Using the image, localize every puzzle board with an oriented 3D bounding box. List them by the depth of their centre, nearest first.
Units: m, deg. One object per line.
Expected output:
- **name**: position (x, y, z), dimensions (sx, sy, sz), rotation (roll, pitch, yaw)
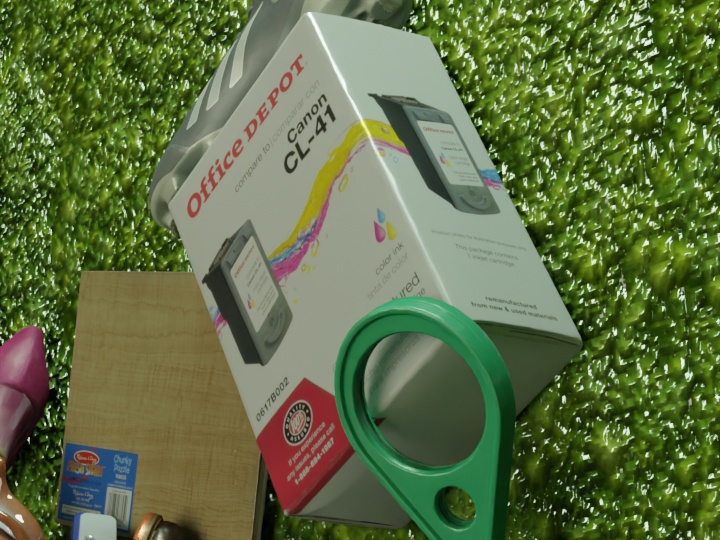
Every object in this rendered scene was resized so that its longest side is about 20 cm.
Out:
- **puzzle board**: position (-0.107, 0.076, 1.186), dimensions (0.199, 0.017, 0.152), rotation (0, 83, 52)

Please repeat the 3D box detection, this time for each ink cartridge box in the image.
- **ink cartridge box**: position (0.000, 0.000, 1.015), dimensions (0.148, 0.085, 0.201), rotation (-51, 49, 32)

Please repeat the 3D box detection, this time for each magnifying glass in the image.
- **magnifying glass**: position (0.046, 0.108, 0.914), dimensions (0.079, 0.022, 0.201), rotation (-15, 96, 32)

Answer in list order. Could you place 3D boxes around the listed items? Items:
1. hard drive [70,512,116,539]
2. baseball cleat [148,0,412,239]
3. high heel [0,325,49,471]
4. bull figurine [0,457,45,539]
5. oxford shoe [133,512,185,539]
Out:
- **hard drive**: position (-0.158, 0.244, 1.146), dimensions (0.132, 0.025, 0.201), rotation (-139, 57, -81)
- **baseball cleat**: position (-0.046, -0.108, 1.122), dimensions (0.200, 0.070, 0.107), rotation (-43, 44, 25)
- **high heel**: position (-0.254, 0.113, 1.340), dimensions (0.200, 0.067, 0.096), rotation (-50, 17, 48)
- **bull figurine**: position (-0.256, 0.180, 1.247), dimensions (0.200, 0.065, 0.122), rotation (-40, 75, 33)
- **oxford shoe**: position (-0.092, 0.224, 1.103), dimensions (0.071, 0.072, 0.201), rotation (84, -176, -68)
